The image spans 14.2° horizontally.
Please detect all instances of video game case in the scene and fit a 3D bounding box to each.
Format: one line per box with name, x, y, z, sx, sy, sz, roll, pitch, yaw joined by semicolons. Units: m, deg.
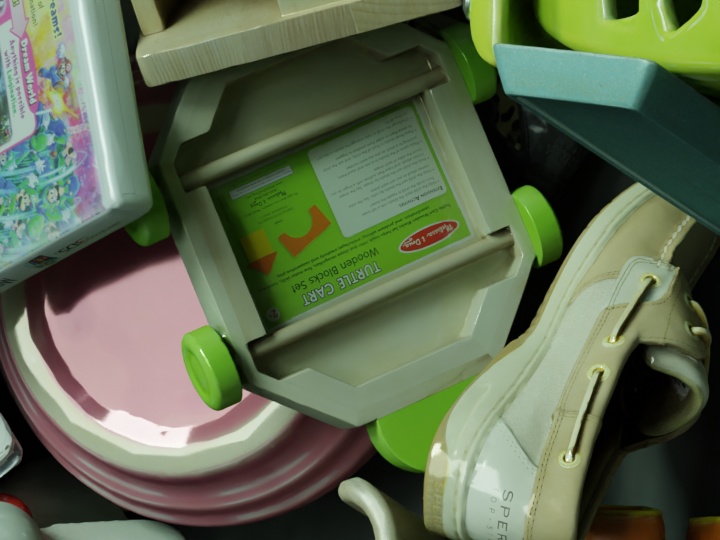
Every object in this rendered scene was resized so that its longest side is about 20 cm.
video game case;-0.159;-0.086;1.132;0.182;0.024;0.200;-26;67;41

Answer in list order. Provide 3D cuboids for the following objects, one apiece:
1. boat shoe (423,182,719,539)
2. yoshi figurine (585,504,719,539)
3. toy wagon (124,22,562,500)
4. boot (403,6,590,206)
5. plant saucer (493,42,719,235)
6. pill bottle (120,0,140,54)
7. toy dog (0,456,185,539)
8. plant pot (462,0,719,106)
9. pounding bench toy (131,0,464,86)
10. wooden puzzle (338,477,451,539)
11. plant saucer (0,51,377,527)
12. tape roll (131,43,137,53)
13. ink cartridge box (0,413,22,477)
boat shoe;0.097;0.039;1.077;0.069;0.200;0.074;20;138;23
yoshi figurine;0.119;0.188;1.062;0.112;0.112;0.200;1;87;34
toy wagon;0.000;0.000;1.109;0.200;0.155;0.040;67;163;-3
boot;0.005;-0.051;1.220;0.200;0.073;0.151;29;102;31
plant saucer;0.126;-0.034;1.028;0.070;0.200;0.019;9;77;41
pill bottle;-0.181;-0.136;1.281;0.200;0.113;0.114;9;89;58
toy dog;-0.131;0.132;1.247;0.132;0.200;0.096;-37;93;27
plant pot;0.153;-0.146;1.033;0.181;0.200;0.199;-2;82;46
pounding bench toy;-0.040;-0.194;1.112;0.124;0.200;0.156;-14;117;9
wooden puzzle;0.051;0.183;1.078;0.037;0.185;0.200;-18;72;11
plant saucer;-0.069;0.006;1.175;0.200;0.051;0.201;1;94;21
tape roll;-0.141;-0.077;1.315;0.203;0.037;0.203;-34;36;30
ink cartridge box;-0.222;0.046;1.282;0.085;0.200;0.146;-34;91;-10
